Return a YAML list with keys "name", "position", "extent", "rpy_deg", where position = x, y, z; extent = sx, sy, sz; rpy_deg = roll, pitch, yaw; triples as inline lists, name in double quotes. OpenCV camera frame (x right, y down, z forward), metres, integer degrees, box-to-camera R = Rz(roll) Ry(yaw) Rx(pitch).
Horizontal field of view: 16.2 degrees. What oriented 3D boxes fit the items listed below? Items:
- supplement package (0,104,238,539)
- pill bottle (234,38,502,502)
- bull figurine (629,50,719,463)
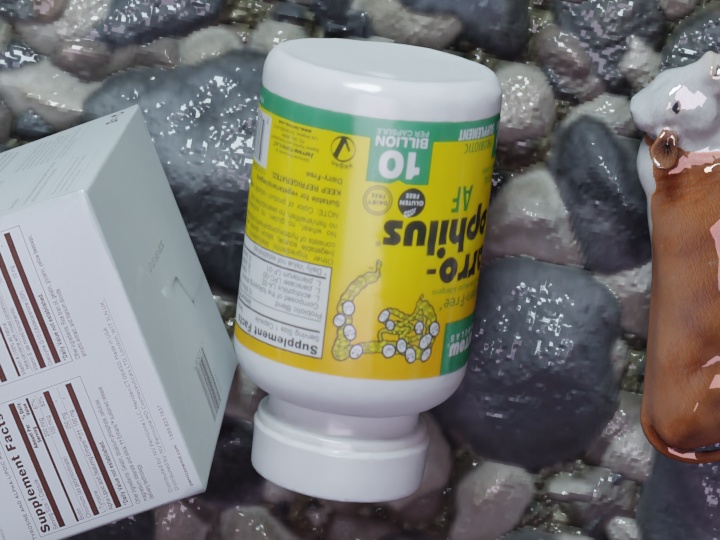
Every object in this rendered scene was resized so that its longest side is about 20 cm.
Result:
- name: "supplement package"
  position: [-0.178, 0.039, 1.152]
  extent: [0.199, 0.191, 0.148]
  rpy_deg: [-19, 103, 7]
- name: "pill bottle"
  position: [0.000, 0.000, 1.178]
  extent: [0.112, 0.113, 0.201]
  rpy_deg: [7, 104, 0]
- name: "bull figurine"
  position: [0.183, -0.006, 1.194]
  extent: [0.121, 0.065, 0.201]
  rpy_deg: [3, 106, 4]
